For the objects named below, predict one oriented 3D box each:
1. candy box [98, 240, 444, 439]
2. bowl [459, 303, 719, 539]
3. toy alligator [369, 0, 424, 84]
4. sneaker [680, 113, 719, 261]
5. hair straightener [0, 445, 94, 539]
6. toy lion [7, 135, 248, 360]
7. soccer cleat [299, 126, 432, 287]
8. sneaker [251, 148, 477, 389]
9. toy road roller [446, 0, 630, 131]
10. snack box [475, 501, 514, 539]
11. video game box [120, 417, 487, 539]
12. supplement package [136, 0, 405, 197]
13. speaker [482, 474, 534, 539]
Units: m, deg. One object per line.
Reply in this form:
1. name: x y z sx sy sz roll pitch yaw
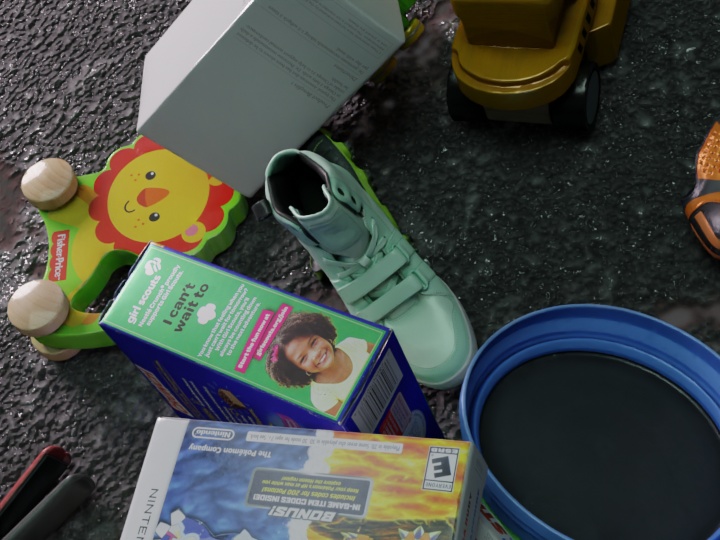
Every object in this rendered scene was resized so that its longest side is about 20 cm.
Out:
1. candy box: -0.058 0.079 0.771 0.200 0.169 0.077 17 64 26
2. bowl: 0.162 0.107 0.714 0.200 0.039 0.201 4 45 -4
3. toy alligator: -0.006 -0.188 0.984 0.200 0.059 0.054 -51 14 -6
4. sneaker: 0.321 -0.088 0.795 0.200 0.078 0.112 -30 57 0
5. hair straightener: -0.273 0.230 0.832 0.077 0.041 0.200 34 76 31
6. toy lion: -0.192 -0.032 0.952 0.192 0.069 0.200 -7 59 6
7. soccer cleat: -0.014 -0.038 0.888 0.081 0.068 0.200 -32 59 0
8. sneaker: 0.000 0.000 0.778 0.074 0.118 0.200 -41 71 10
9. toy road roller: 0.139 -0.215 0.889 0.123 0.146 0.200 8 64 22
10. snack box: 0.080 0.202 0.642 0.072 0.024 0.200 -51 55 13
11. video game box: -0.043 0.176 0.603 0.200 0.047 0.182 1 62 21
12. supplement package: -0.076 -0.179 0.898 0.200 0.117 0.117 -41 36 29
13. speaker: 0.108 0.214 0.688 0.088 0.088 0.200 -38 57 -5
